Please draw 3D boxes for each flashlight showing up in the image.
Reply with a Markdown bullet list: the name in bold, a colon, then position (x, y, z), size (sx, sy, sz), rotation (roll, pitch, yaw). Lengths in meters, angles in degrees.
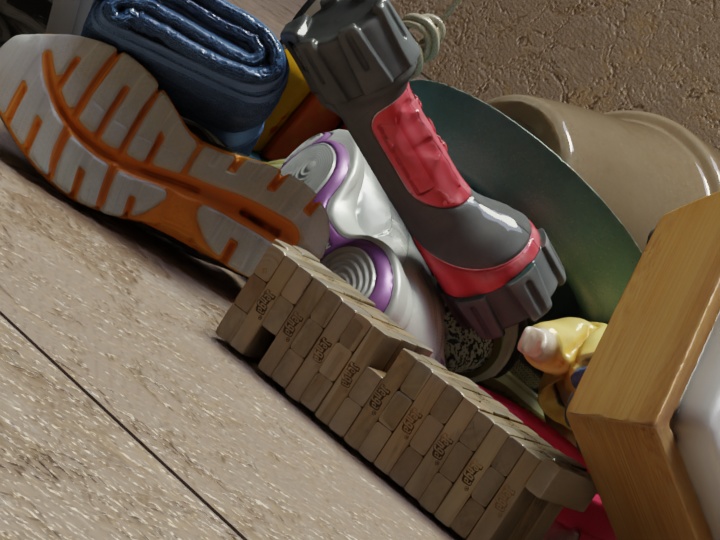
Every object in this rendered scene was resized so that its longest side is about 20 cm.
- **flashlight**: position (0.038, -0.057, 1.401), size (0.200, 0.068, 0.068), rotation (60, -14, -29)

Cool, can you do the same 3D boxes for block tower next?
- **block tower**: position (0.017, 0.062, 1.260), size (0.200, 0.058, 0.054), rotation (36, 8, 29)

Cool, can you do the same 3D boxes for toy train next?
- **toy train**: position (-0.037, -0.115, 1.600), size (0.116, 0.200, 0.085), rotation (15, 35, -45)

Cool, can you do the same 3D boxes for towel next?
- **towel**: position (-0.101, -0.103, 1.443), size (0.111, 0.049, 0.200), rotation (26, -20, -4)

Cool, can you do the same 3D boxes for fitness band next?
- **fitness band**: position (0.083, 0.103, 1.370), size (0.144, 0.037, 0.200), rotation (36, 6, 31)

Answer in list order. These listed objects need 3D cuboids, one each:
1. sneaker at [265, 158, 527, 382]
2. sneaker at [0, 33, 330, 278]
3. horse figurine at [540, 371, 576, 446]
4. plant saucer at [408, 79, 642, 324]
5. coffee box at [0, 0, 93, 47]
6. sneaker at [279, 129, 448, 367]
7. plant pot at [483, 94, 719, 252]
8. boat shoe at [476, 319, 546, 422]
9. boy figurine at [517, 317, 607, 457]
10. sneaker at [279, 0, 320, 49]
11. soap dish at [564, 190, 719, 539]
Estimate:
- **sneaker**: position (0.000, 0.000, 1.546), size (0.200, 0.077, 0.089), rotation (32, 23, 17)
- **sneaker**: position (-0.113, -0.055, 1.405), size (0.200, 0.078, 0.077), rotation (35, -7, -17)
- **horse figurine**: position (0.166, 0.099, 1.588), size (0.132, 0.050, 0.200), rotation (-13, 57, -50)
- **plant saucer**: position (0.085, -0.026, 1.529), size (0.200, 0.036, 0.200), rotation (40, -16, 13)
- **coffee box**: position (-0.180, -0.258, 1.569), size (0.198, 0.200, 0.200), rotation (34, 45, 5)
- **sneaker**: position (-0.002, 0.000, 1.482), size (0.100, 0.075, 0.200), rotation (48, 14, -36)
- **plant pot**: position (0.132, -0.029, 1.731), size (0.200, 0.200, 0.174), rotation (41, 8, 40)
- **boat shoe**: position (0.107, 0.050, 1.655), size (0.201, 0.066, 0.072), rotation (30, 8, -28)
- **boy figurine**: position (0.133, 0.068, 1.440), size (0.124, 0.065, 0.200), rotation (35, 1, -10)
- **sneaker**: position (0.005, -0.104, 1.709), size (0.146, 0.202, 0.077), rotation (37, 27, 1)
- **soap dish**: position (0.172, 0.078, 1.248), size (0.081, 0.158, 0.200), rotation (5, -41, 31)
